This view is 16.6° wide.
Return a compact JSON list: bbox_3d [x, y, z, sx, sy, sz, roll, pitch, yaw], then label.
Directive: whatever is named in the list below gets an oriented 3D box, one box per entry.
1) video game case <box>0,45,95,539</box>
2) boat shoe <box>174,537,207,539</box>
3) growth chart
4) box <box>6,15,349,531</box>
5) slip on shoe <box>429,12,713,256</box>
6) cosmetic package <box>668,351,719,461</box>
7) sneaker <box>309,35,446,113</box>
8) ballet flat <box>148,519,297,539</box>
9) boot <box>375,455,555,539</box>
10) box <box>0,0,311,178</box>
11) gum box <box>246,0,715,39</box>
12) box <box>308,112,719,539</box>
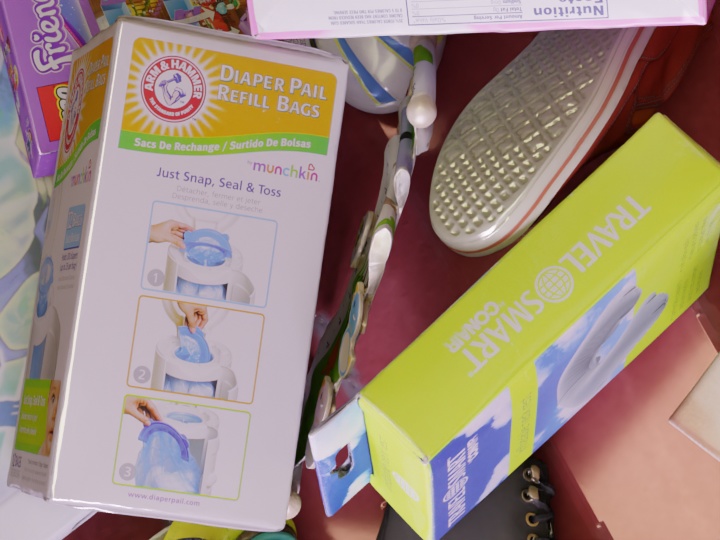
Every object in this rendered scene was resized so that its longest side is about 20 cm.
[{"bbox_3d":[-0.158,0.014,1.125,0.182,0.022,0.200,-38,81,-18],"label":"video game case"},{"bbox_3d":[-0.041,0.213,1.075,0.071,0.070,0.201,-21,99,-7],"label":"boat shoe"},{"bbox_3d":[0.000,0.000,1.073,0.018,0.145,0.201,18,104,-4],"label":"growth chart"},{"bbox_3d":[-0.079,0.003,1.053,0.101,0.112,0.201,9,86,-16],"label":"box"},{"bbox_3d":[0.097,-0.072,1.062,0.074,0.061,0.200,0,41,42],"label":"slip on shoe"},{"bbox_3d":[0.226,0.012,1.040,0.087,0.103,0.200,38,93,15],"label":"cosmetic package"},{"bbox_3d":[-0.008,-0.175,1.124,0.075,0.105,0.201,-9,81,14],"label":"sneaker"},{"bbox_3d":[-0.105,0.179,1.136,0.067,0.067,0.200,38,91,37],"label":"ballet flat"},{"bbox_3d":[0.090,0.145,1.079,0.199,0.077,0.139,11,79,13],"label":"boot"},{"bbox_3d":[-0.108,-0.153,1.151,0.136,0.039,0.201,-11,77,-15],"label":"box"},{"bbox_3d":[0.061,-0.146,1.020,0.199,0.114,0.066,0,113,15],"label":"gum box"},{"bbox_3d":[0.068,0.034,1.039,0.200,0.122,0.048,-42,72,-13],"label":"box"}]
